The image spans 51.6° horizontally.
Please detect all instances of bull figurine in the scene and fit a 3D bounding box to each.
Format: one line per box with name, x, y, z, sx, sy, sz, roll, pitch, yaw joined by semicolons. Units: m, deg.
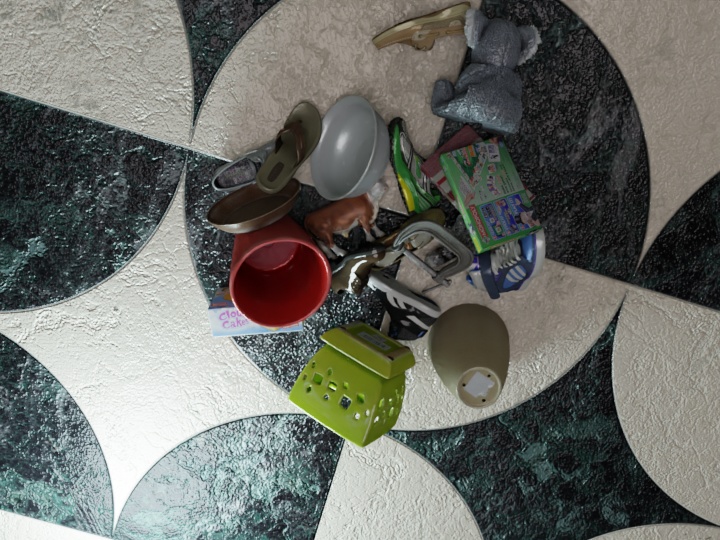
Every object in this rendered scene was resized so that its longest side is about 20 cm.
bull figurine;-0.018;-0.108;1.531;0.196;0.065;0.124;-25;94;13

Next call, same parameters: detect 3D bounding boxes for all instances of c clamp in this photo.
c clamp;0.136;-0.025;1.503;0.169;0.028;0.199;-22;132;34

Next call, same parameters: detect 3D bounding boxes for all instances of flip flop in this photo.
flip flop;-0.139;-0.242;1.447;0.080;0.058;0.202;29;75;9

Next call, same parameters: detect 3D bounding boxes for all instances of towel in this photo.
towel;0.229;-0.173;1.460;0.143;0.023;0.201;-39;82;-17

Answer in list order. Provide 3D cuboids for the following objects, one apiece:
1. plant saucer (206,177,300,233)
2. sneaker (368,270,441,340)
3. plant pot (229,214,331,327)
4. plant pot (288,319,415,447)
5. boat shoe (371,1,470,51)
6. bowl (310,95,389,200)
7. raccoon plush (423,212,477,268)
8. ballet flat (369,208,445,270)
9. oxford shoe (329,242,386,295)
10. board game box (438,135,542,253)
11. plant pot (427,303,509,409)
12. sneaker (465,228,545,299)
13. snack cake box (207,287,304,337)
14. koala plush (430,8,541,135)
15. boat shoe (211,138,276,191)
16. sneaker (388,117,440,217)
plant saucer;-0.206;-0.124;1.466;0.196;0.202;0.037;-15;118;7
sneaker;0.065;0.085;1.596;0.197;0.073;0.113;29;109;-8
plant pot;-0.171;-0.019;1.479;0.195;0.178;0.205;-8;123;-13
plant pot;-0.004;0.222;1.560;0.197;0.198;0.185;28;103;19
boat shoe;0.120;-0.447;1.407;0.195;0.071;0.066;-16;108;6
bowl;-0.005;-0.228;1.450;0.089;0.201;0.204;12;115;-39
raccoon plush;0.195;-0.097;1.520;0.197;0.097;0.136;-27;99;9
ballet flat;0.092;-0.058;1.548;0.197;0.071;0.072;-28;107;11
oxford shoe;0.000;0.000;1.516;0.072;0.199;0.086;-20;84;-33
board game box;0.248;-0.148;1.427;0.132;0.029;0.204;-18;76;-13
plant pot;0.236;0.197;1.563;0.182;0.201;0.192;1;110;2
sneaker;0.282;-0.019;1.509;0.142;0.082;0.201;1;150;-5
snack cake box;-0.214;0.080;1.581;0.194;0.116;0.069;-5;113;3
koala plush;0.245;-0.371;1.383;0.173;0.184;0.205;14;97;-11
boat shoe;-0.209;-0.207;1.502;0.197;0.072;0.071;-22;107;8
sneaker;0.104;-0.214;1.496;0.083;0.078;0.203;-20;117;2
